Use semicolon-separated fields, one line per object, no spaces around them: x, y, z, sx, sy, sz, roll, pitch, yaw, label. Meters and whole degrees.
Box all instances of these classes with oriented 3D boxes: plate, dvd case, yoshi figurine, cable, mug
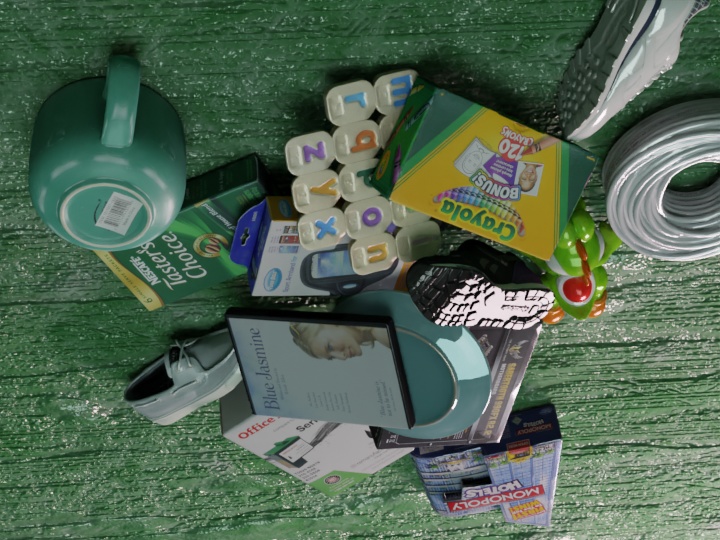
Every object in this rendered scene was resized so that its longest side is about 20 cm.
0.044;0.110;1.512;0.200;0.026;0.200;13;128;18;plate
-0.045;0.107;1.525;0.200;0.018;0.143;3;124;25;dvd case
0.224;-0.026;1.523;0.112;0.112;0.200;29;159;20;yoshi figurine
0.353;-0.095;1.462;0.200;0.069;0.200;26;129;-29;cable
-0.250;-0.102;1.343;0.152;0.115;0.185;-16;137;10;mug

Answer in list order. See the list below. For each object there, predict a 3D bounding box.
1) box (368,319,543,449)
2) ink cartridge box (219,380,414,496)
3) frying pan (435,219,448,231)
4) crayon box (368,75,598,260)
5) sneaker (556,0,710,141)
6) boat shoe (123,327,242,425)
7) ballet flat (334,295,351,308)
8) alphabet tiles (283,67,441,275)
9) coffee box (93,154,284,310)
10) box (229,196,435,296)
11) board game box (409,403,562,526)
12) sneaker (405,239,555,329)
0.105;0.117;1.589;0.158;0.048;0.200;-2;132;-18;box
-0.054;0.177;1.694;0.146;0.084;0.200;-34;131;26;ink cartridge box
0.080;-0.082;1.475;0.190;0.031;0.115;-28;135;26;frying pan
0.123;-0.099;1.380;0.200;0.058;0.119;19;102;-26;crayon box
0.257;-0.197;1.340;0.080;0.076;0.200;5;139;-26;sneaker
-0.200;0.116;1.620;0.071;0.070;0.201;28;130;-36;boat shoe
0.051;0.067;1.603;0.070;0.067;0.200;-27;140;23;ballet flat
0.023;-0.097;1.385;0.195;0.015;0.200;-15;114;-15;alphabet tiles
-0.170;-0.036;1.476;0.200;0.044;0.123;-20;137;14;coffee box
-0.033;-0.024;1.455;0.200;0.042;0.119;-2;140;-18;box
0.180;0.277;1.849;0.200;0.062;0.200;-14;136;8;board game box
0.109;0.007;1.459;0.200;0.088;0.076;13;125;-44;sneaker
